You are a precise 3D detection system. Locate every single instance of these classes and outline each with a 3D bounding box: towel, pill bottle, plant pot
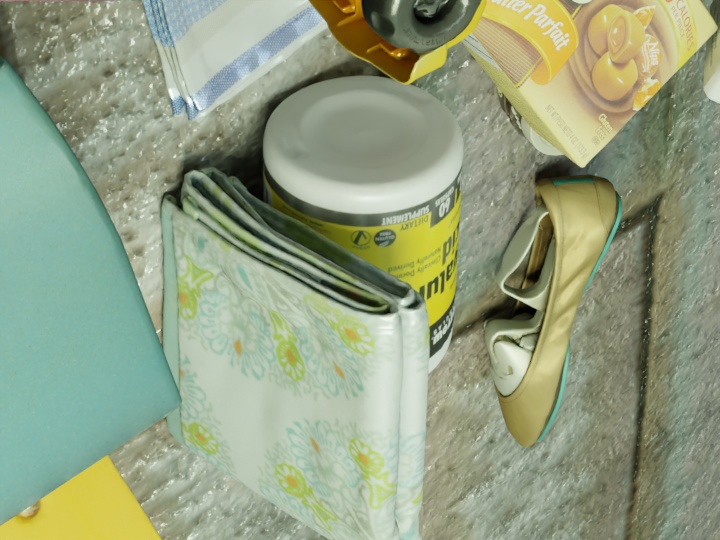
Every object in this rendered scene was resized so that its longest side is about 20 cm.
[{"bbox_3d":[-0.038,0.057,1.223,0.048,0.171,0.201,-34,141,-34],"label":"towel"},{"bbox_3d":[-0.055,-0.183,1.127,0.147,0.024,0.201,-37,142,-22],"label":"towel"},{"bbox_3d":[0.000,0.000,1.270,0.111,0.111,0.201,-28,139,-30],"label":"pill bottle"},{"bbox_3d":[-0.194,-0.007,1.023,0.141,0.141,0.201,-33,133,-26],"label":"plant pot"}]

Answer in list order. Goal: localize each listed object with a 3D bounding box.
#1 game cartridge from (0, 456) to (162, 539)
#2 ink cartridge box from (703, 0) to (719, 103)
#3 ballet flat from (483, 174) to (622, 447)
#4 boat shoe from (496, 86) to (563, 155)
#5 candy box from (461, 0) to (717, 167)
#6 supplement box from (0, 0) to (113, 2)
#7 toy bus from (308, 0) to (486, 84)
[{"bbox_3d":[-0.212,0.147,1.135,0.200,0.032,0.177,-35,98,-22],"label":"game cartridge"},{"bbox_3d":[0.300,-0.161,1.234,0.200,0.144,0.085,122,-15,-47],"label":"ink cartridge box"},{"bbox_3d":[0.113,0.024,1.475,0.063,0.069,0.201,7,115,-20],"label":"ballet flat"},{"bbox_3d":[0.134,-0.170,1.322,0.071,0.060,0.201,4,116,-33],"label":"boat shoe"},{"bbox_3d":[0.104,-0.161,1.228,0.115,0.055,0.200,-46,132,-2],"label":"candy box"},{"bbox_3d":[-0.187,-0.185,0.906,0.199,0.103,0.132,-8,125,-46],"label":"supplement box"},{"bbox_3d":[0.053,-0.218,1.071,0.191,0.136,0.201,-25,135,-23],"label":"toy bus"}]
